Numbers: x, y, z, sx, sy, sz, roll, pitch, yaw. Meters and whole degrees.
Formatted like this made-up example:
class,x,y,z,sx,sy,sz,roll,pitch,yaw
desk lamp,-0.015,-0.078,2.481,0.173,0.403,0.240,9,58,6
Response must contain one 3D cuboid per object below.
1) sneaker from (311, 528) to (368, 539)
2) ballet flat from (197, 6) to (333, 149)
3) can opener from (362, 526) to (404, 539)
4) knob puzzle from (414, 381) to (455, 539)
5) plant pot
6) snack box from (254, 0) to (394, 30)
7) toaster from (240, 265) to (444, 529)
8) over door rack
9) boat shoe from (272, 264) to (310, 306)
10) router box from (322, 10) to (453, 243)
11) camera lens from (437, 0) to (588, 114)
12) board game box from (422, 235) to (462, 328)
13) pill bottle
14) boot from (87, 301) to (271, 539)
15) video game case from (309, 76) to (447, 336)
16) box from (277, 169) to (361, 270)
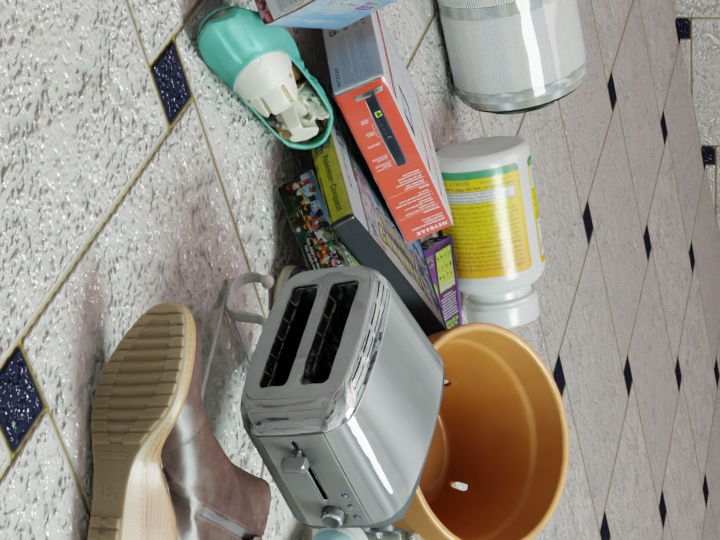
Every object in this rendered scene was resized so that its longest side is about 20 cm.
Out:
class,x,y,z,sx,sy,sz,roll,pitch,yaw
sneaker,-0.015,0.322,1.487,0.082,0.073,0.202,-39,115,-55
ballet flat,-0.068,-0.152,1.407,0.071,0.067,0.200,58,8,24
can opener,0.023,0.232,1.614,0.066,0.052,0.202,3,81,-54
knob puzzle,0.067,0.166,1.760,0.219,0.030,0.222,3,90,-74
plant pot,0.070,0.157,1.537,0.199,0.139,0.202,10,75,-38
snack box,-0.059,-0.304,1.406,0.202,0.067,0.168,66,21,1
toaster,-0.011,0.087,1.291,0.130,0.113,0.201,59,38,-40
over door rack,-0.083,0.116,1.335,0.201,0.066,0.149,-66,145,-52
boat shoe,-0.030,0.093,1.477,0.072,0.064,0.202,-3,86,-66
router box,0.020,-0.156,1.580,0.201,0.048,0.180,-100,166,-51
camera lens,0.172,-0.292,1.964,0.160,0.158,0.202,-57,139,-58
board game box,0.064,0.039,1.798,0.200,0.032,0.121,-28,109,-67
pill bottle,0.147,-0.041,1.919,0.113,0.112,0.202,-43,125,-64
boot,-0.119,0.134,1.206,0.166,0.072,0.202,25,75,-56
video game case,0.012,-0.053,1.553,0.200,0.025,0.182,50,19,-46
box,0.000,0.000,1.547,0.138,0.037,0.200,69,14,19
